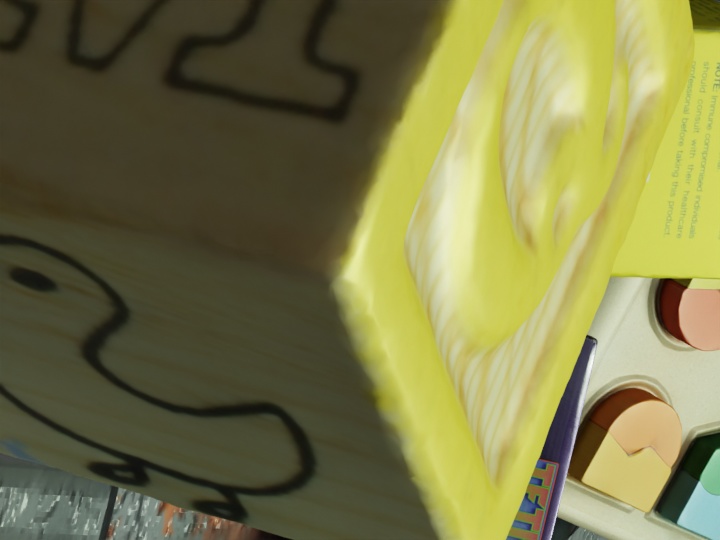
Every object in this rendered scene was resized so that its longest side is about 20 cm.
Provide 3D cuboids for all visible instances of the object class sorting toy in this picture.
[{"bbox_3d":[0.175,0.057,1.433,0.200,0.036,0.185,26,94,-34],"label":"sorting toy"}]

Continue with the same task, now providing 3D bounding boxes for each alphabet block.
[{"bbox_3d":[-0.039,-0.057,0.785,0.195,0.200,0.197,65,44,-58],"label":"alphabet block"}]

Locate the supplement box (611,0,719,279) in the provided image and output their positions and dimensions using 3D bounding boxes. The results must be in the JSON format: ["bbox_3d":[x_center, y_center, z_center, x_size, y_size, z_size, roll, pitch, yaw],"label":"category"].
[{"bbox_3d":[0.145,-0.061,1.224,0.109,0.200,0.110,-138,-128,-64],"label":"supplement box"}]

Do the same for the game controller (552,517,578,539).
[{"bbox_3d":[0.132,0.082,1.545,0.200,0.042,0.104,-33,147,-60],"label":"game controller"}]

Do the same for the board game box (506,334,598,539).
[{"bbox_3d":[0.044,0.116,1.224,0.165,0.057,0.200,-154,-102,-86],"label":"board game box"}]
